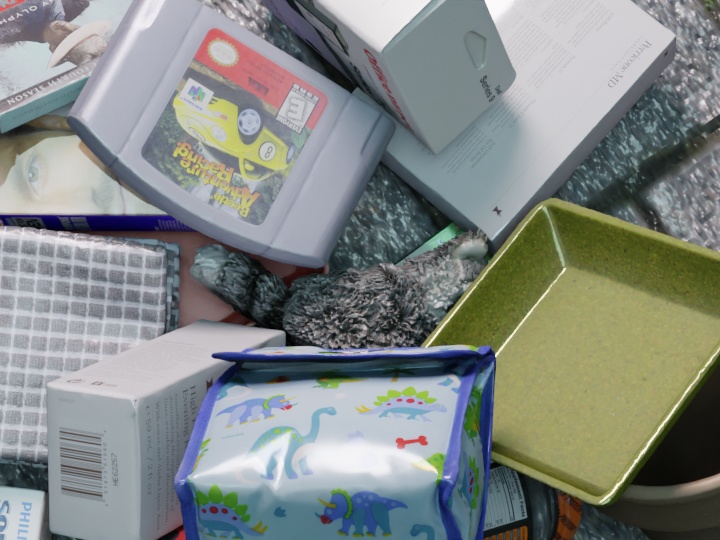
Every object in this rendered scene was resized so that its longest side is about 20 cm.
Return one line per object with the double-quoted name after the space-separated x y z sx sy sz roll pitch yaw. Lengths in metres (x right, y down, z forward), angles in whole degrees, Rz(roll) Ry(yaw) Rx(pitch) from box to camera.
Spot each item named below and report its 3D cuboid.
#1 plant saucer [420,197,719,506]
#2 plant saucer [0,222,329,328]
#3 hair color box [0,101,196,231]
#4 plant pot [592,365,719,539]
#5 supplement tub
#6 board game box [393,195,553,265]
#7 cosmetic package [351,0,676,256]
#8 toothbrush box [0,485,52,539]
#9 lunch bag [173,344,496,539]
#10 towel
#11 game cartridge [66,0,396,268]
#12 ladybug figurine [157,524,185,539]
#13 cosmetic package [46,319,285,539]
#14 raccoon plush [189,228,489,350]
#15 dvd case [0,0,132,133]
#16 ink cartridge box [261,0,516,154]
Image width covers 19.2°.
0.145 0.060 1.392 0.200 0.048 0.200 21 62 41 "plant saucer"
-0.156 -0.025 1.525 0.200 0.037 0.200 -33 85 -7 "plant saucer"
-0.151 -0.085 1.483 0.199 0.065 0.110 0 82 -1 "hair color box"
0.240 0.123 1.442 0.200 0.175 0.201 -16 43 15 "plant pot"
0.042 0.164 1.447 0.199 0.122 0.123 -13 83 -25 "supplement tub"
0.072 0.024 1.534 0.200 0.023 0.105 -35 83 -5 "board game box"
0.106 -0.134 1.528 0.151 0.052 0.200 41 83 17 "cosmetic package"
-0.318 0.213 1.463 0.199 0.085 0.147 6 82 -1 "toothbrush box"
-0.008 0.107 1.296 0.169 0.200 0.128 -1 119 11 "lunch bag"
-0.223 0.051 1.452 0.199 0.086 0.166 5 84 -2 "towel"
-0.088 -0.091 1.429 0.200 0.041 0.133 30 77 -10 "game cartridge"
-0.103 0.193 1.373 0.135 0.200 0.072 -5 105 -28 "ladybug figurine"
-0.122 0.102 1.384 0.074 0.200 0.102 7 105 26 "cosmetic package"
0.000 0.000 1.472 0.200 0.097 0.134 36 77 -7 "raccoon plush"
-0.235 -0.188 1.485 0.146 0.022 0.200 -27 56 -22 "dvd case"
0.000 -0.192 1.459 0.084 0.146 0.200 -44 59 -5 "ink cartridge box"
